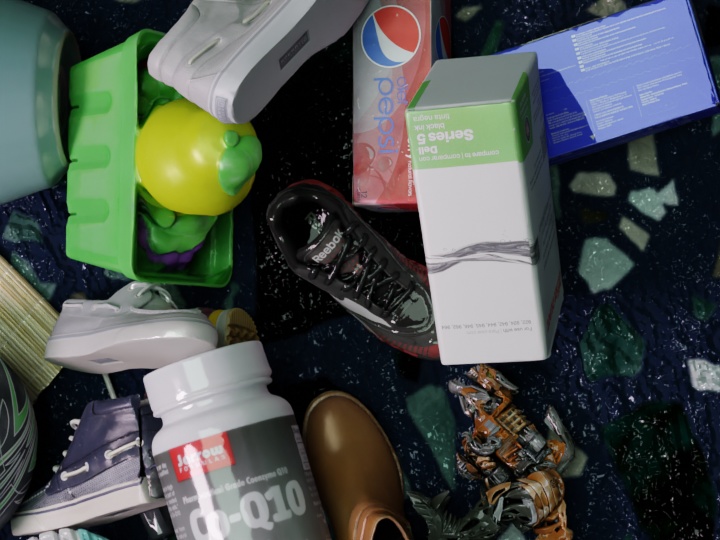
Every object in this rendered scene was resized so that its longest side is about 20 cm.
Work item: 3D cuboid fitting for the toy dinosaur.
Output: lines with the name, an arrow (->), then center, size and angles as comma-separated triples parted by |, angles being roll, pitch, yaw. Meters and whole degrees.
toy dinosaur -> 0.111, 0.175, 1.510 | 0.136, 0.102, 0.200 | -24, 57, -2

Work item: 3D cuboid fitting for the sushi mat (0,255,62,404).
sushi mat -> -0.332, 0.031, 1.694 | 0.200, 0.012, 0.096 | 43, 102, 15

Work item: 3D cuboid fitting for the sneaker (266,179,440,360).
sneaker -> 0.000, 0.000, 1.548 | 0.200, 0.098, 0.071 | 42, 97, 14

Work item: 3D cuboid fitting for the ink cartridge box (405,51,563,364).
ink cartridge box -> 0.096, -0.047, 1.459 | 0.084, 0.146, 0.200 | -4, 109, 13

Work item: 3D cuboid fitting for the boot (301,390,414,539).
boot -> 0.003, 0.188, 1.498 | 0.077, 0.155, 0.200 | -9, 85, -3

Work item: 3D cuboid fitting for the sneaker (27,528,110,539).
sneaker -> -0.265, 0.278, 1.619 | 0.200, 0.091, 0.078 | -31, 58, 21

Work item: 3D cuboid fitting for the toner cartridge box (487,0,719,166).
toner cartridge box -> 0.174, -0.141, 1.529 | 0.200, 0.043, 0.095 | -16, 82, 16

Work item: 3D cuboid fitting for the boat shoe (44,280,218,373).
boat shoe -> -0.183, 0.042, 1.579 | 0.200, 0.072, 0.069 | -12, 64, 53

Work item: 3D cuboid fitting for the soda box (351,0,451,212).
soda box -> 0.035, -0.148, 1.564 | 0.070, 0.063, 0.200 | -1, 87, 18

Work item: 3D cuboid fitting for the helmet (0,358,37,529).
helmet -> -0.360, 0.146, 1.598 | 0.191, 0.200, 0.200 | 24, 94, 38

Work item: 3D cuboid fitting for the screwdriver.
screwdriver -> -0.199, 0.132, 1.639 | 0.028, 0.029, 0.200 | -26, 80, 14

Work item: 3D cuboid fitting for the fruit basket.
fruit basket -> -0.137, -0.089, 1.565 | 0.215, 0.155, 0.216 | -2, 86, 32

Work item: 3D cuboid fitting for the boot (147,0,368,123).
boot -> -0.074, -0.200, 1.498 | 0.095, 0.074, 0.200 | 30, 58, 23

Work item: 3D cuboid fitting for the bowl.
bowl -> -0.289, -0.141, 1.610 | 0.105, 0.201, 0.201 | 1, 87, 2

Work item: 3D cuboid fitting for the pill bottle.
pill bottle -> -0.093, 0.163, 1.490 | 0.114, 0.114, 0.200 | -19, 83, 16

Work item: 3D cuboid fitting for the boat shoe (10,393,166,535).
boat shoe -> -0.219, 0.159, 1.601 | 0.200, 0.075, 0.093 | -19, 77, 38

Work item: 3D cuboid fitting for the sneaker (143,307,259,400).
sneaker -> -0.131, 0.131, 1.601 | 0.090, 0.075, 0.200 | -3, 80, 26
